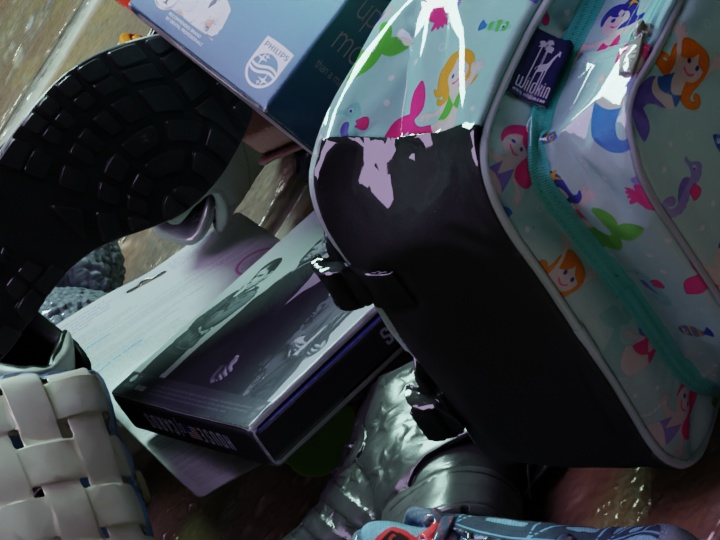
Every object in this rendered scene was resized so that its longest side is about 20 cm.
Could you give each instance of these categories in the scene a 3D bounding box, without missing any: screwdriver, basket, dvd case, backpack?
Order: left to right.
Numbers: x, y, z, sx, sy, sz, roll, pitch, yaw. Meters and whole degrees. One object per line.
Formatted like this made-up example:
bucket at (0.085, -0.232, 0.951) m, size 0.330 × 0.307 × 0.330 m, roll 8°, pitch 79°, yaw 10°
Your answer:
basket at (-0.149, 0.145, 1.139) m, size 0.200 × 0.138 × 0.177 m, roll -49°, pitch 57°, yaw 50°
screwdriver at (-0.022, -0.051, 1.307) m, size 0.200 × 0.028 × 0.029 m, roll -174°, pitch 105°, yaw -85°
dvd case at (0.000, 0.000, 1.171) m, size 0.200 × 0.025 × 0.150 m, roll -42°, pitch 19°, yaw -18°
backpack at (0.088, -0.053, 0.966) m, size 0.150 × 0.178 × 0.201 m, roll -7°, pitch 46°, yaw 33°

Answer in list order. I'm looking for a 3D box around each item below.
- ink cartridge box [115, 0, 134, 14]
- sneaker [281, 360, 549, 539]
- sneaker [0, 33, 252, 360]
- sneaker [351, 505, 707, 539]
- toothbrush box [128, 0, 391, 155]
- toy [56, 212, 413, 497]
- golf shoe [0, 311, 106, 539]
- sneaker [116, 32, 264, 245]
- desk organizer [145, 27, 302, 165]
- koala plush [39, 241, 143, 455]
ink cartridge box at (-0.037, -0.188, 1.170) m, size 0.200 × 0.162 × 0.050 m, roll -48°, pitch -17°, yaw -22°
sneaker at (0.014, 0.088, 1.084) m, size 0.199 × 0.060 × 0.105 m, roll -36°, pitch 31°, yaw 35°
sneaker at (-0.136, -0.031, 1.174) m, size 0.200 × 0.076 × 0.087 m, roll -40°, pitch 17°, yaw -12°
sneaker at (0.038, 0.121, 0.945) m, size 0.200 × 0.095 × 0.080 m, roll -26°, pitch 40°, yaw 51°
toothbrush box at (0.030, -0.132, 1.070) m, size 0.085 × 0.146 × 0.200 m, roll 37°, pitch 90°, yaw 32°
toy at (-0.056, 0.047, 1.257) m, size 0.115 × 0.047 × 0.200 m, roll -32°, pitch 27°, yaw -14°
golf shoe at (-0.145, 0.080, 1.238) m, size 0.078 × 0.201 × 0.094 m, roll -32°, pitch -3°, yaw -32°
sneaker at (-0.075, -0.058, 1.339) m, size 0.200 × 0.075 × 0.093 m, roll 2°, pitch -82°, yaw -74°
desk organizer at (-0.013, -0.154, 1.237) m, size 0.201 × 0.077 × 0.072 m, roll -62°, pitch 18°, yaw -19°
koala plush at (-0.180, 0.074, 1.366) m, size 0.199 × 0.184 × 0.178 m, roll -29°, pitch 46°, yaw 4°
